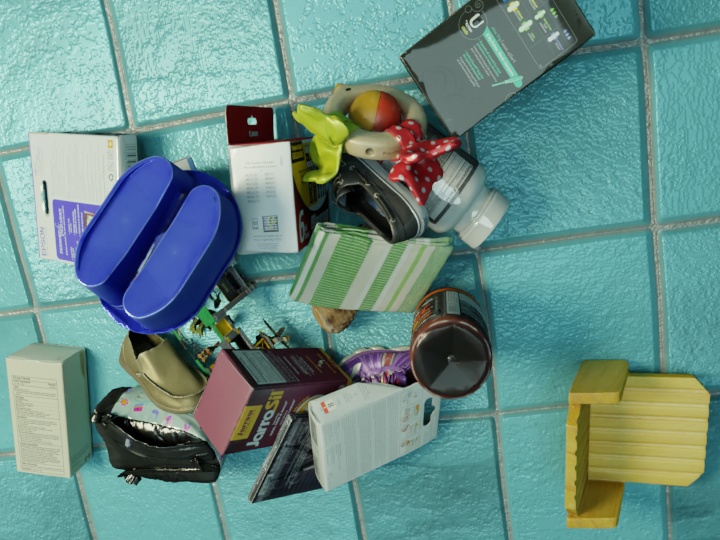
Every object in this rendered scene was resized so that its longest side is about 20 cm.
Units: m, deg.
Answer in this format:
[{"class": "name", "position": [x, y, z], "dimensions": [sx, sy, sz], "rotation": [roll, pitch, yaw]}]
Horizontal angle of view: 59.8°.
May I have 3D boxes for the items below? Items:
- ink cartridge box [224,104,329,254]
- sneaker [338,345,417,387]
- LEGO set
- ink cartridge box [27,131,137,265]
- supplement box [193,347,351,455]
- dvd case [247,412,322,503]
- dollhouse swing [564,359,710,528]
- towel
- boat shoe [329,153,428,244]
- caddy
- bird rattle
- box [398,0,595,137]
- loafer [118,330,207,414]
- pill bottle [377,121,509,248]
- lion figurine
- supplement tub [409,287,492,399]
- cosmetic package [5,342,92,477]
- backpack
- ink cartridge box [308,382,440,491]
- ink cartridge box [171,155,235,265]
[{"class": "ink cartridge box", "position": [-0.103, -0.129, 0.830], "dimensions": [0.082, 0.200, 0.180], "rotation": [-1, 104, 9]}, {"class": "sneaker", "position": [0.045, 0.155, 0.939], "dimensions": [0.196, 0.084, 0.082], "rotation": [-18, 101, 12]}, {"class": "LEGO set", "position": [-0.203, 0.076, 0.960], "dimensions": [0.201, 0.116, 0.153], "rotation": [49, 134, -2]}, {"class": "ink cartridge box", "position": [-0.416, -0.107, 0.948], "dimensions": [0.196, 0.043, 0.203], "rotation": [9, 105, 26]}, {"class": "supplement box", "position": [-0.121, 0.179, 0.889], "dimensions": [0.085, 0.198, 0.112], "rotation": [39, 110, 35]}, {"class": "dvd case", "position": [-0.063, 0.272, 0.941], "dimensions": [0.016, 0.198, 0.151], "rotation": [38, 109, 38]}, {"class": "dollhouse swing", "position": [0.391, 0.249, 0.878], "dimensions": [0.172, 0.181, 0.205], "rotation": [4, 104, 27]}, {"class": "towel", "position": [0.013, 0.001, 0.845], "dimensions": [0.196, 0.024, 0.154], "rotation": [4, 136, -24]}, {"class": "boat shoe", "position": [-0.002, -0.098, 0.794], "dimensions": [0.200, 0.066, 0.071], "rotation": [44, 146, 28]}, {"class": "caddy", "position": [-0.223, -0.027, 0.711], "dimensions": [0.140, 0.105, 0.202], "rotation": [31, 81, 6]}, {"class": "bird rattle", "position": [0.021, -0.171, 0.737], "dimensions": [0.195, 0.165, 0.114], "rotation": [2, 139, 8]}, {"class": "box", "position": [0.165, -0.274, 0.786], "dimensions": [0.199, 0.149, 0.125], "rotation": [-36, 96, 14]}, {"class": "loafer", "position": [-0.304, 0.148, 0.952], "dimensions": [0.197, 0.076, 0.069], "rotation": [24, 127, 28]}, {"class": "pill bottle", "position": [0.101, -0.123, 0.851], "dimensions": [0.199, 0.111, 0.111], "rotation": [38, 105, -2]}, {"class": "lion figurine", "position": [0.000, 0.000, 0.915], "dimensions": [0.198, 0.073, 0.123], "rotation": [-35, 110, 8]}, {"class": "supplement tub", "position": [0.121, 0.087, 0.852], "dimensions": [0.104, 0.200, 0.110], "rotation": [1, 103, 7]}, {"class": "cosmetic package", "position": [-0.512, 0.230, 1.038], "dimensions": [0.103, 0.071, 0.205], "rotation": [6, 104, 7]}, {"class": "backpack", "position": [-0.296, 0.252, 0.980], "dimensions": [0.195, 0.128, 0.169], "rotation": [4, 133, 11]}, {"class": "ink cartridge box", "position": [0.023, 0.219, 0.910], "dimensions": [0.197, 0.050, 0.165], "rotation": [-21, 133, -22]}, {"class": "ink cartridge box", "position": [-0.242, -0.064, 0.860], "dimensions": [0.082, 0.200, 0.148], "rotation": [-25, 100, -13]}]
